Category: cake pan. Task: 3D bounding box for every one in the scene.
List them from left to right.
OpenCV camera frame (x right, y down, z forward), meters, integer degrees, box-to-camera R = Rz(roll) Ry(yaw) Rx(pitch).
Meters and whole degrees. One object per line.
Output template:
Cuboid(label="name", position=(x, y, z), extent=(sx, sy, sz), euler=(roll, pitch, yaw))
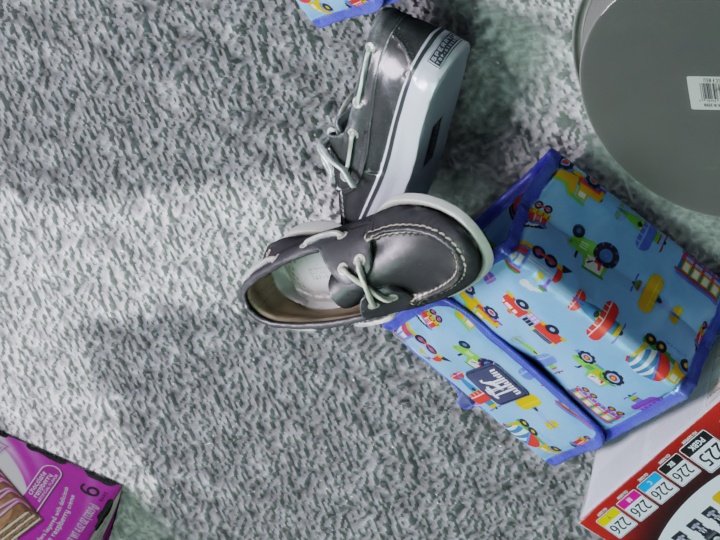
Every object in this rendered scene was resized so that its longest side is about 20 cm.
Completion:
Cuboid(label="cake pan", position=(0.215, -0.111, 1.699), extent=(0.199, 0.037, 0.201), euler=(13, 130, 16))

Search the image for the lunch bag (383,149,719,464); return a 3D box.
Cuboid(label="lunch bag", position=(0.114, 0.038, 1.834), extent=(0.150, 0.094, 0.200), euler=(37, 144, -9))

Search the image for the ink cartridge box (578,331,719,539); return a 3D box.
Cuboid(label="ink cartridge box", position=(0.268, 0.125, 1.815), extent=(0.175, 0.084, 0.200), euler=(32, 133, -12))

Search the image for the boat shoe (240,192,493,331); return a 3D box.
Cuboid(label="boat shoe", position=(0.000, 0.000, 1.764), extent=(0.200, 0.060, 0.074), euler=(-4, 121, 51))

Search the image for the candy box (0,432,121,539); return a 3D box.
Cuboid(label="candy box", position=(-0.291, 0.176, 2.093), extent=(0.199, 0.137, 0.061), euler=(22, 131, 6))

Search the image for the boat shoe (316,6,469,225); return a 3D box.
Cuboid(label="boat shoe", position=(0.009, -0.078, 1.796), extent=(0.068, 0.074, 0.200), euler=(29, 140, 12))

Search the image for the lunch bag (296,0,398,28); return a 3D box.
Cuboid(label="lunch bag", position=(-0.012, -0.232, 1.691), extent=(0.151, 0.094, 0.200), euler=(49, 142, -17))
